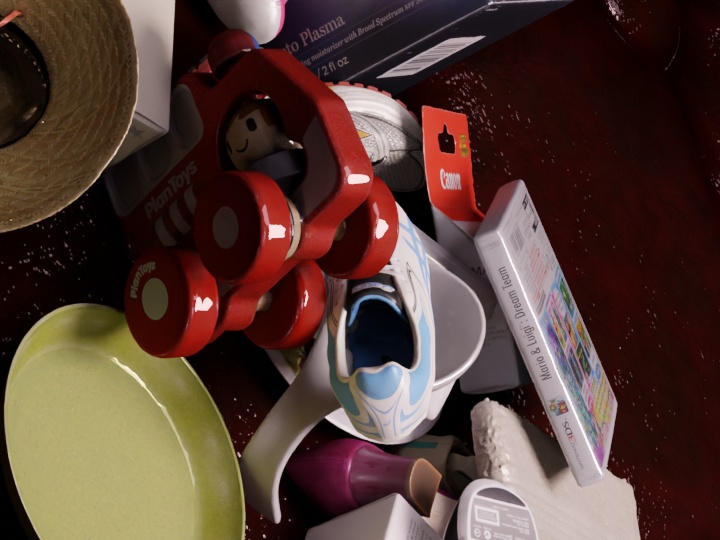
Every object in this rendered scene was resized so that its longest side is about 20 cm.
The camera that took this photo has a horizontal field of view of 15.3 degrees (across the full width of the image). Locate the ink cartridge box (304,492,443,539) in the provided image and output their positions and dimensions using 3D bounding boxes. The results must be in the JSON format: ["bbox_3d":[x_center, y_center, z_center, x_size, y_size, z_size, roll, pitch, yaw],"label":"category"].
[{"bbox_3d":[0.041,0.265,1.691,0.200,0.084,0.145,47,38,-24],"label":"ink cartridge box"}]

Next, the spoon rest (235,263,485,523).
[{"bbox_3d":[-0.003,0.069,1.685,0.200,0.099,0.061,-46,155,-21],"label":"spoon rest"}]

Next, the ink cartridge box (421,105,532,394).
[{"bbox_3d":[0.091,-0.017,1.889,0.160,0.047,0.201,-3,85,-77],"label":"ink cartridge box"}]

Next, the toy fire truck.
[{"bbox_3d":[-0.077,-0.050,1.605,0.112,0.200,0.169,-3,60,-42],"label":"toy fire truck"}]

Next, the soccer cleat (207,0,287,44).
[{"bbox_3d":[-0.119,-0.241,1.817,0.086,0.070,0.201,-16,80,-40],"label":"soccer cleat"}]

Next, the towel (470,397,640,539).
[{"bbox_3d":[0.135,0.177,1.804,0.200,0.034,0.133,34,41,-48],"label":"towel"}]

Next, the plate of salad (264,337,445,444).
[{"bbox_3d":[-0.004,0.022,1.800,0.200,0.048,0.201,30,44,-33],"label":"plate of salad"}]

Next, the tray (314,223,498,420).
[{"bbox_3d":[0.000,0.000,1.750,0.200,0.022,0.108,37,66,-18],"label":"tray"}]

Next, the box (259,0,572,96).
[{"bbox_3d":[0.010,-0.237,1.860,0.123,0.199,0.199,-10,77,-55],"label":"box"}]

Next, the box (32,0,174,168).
[{"bbox_3d":[-0.171,-0.165,1.661,0.078,0.095,0.201,30,46,-39],"label":"box"}]

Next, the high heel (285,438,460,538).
[{"bbox_3d":[0.026,0.171,1.777,0.068,0.096,0.200,-67,147,-30],"label":"high heel"}]

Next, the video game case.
[{"bbox_3d":[0.130,0.039,1.844,0.200,0.024,0.183,-56,123,-76],"label":"video game case"}]

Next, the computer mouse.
[{"bbox_3d":[0.081,0.229,1.655,0.109,0.044,0.201,18,59,-38],"label":"computer mouse"}]

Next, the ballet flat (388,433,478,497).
[{"bbox_3d":[0.099,0.171,1.847,0.200,0.069,0.070,38,42,-35],"label":"ballet flat"}]

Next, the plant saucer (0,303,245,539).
[{"bbox_3d":[-0.146,0.119,1.575,0.200,0.031,0.201,32,45,-39],"label":"plant saucer"}]

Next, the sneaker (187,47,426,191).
[{"bbox_3d":[-0.033,-0.082,1.813,0.199,0.078,0.083,15,52,-37],"label":"sneaker"}]

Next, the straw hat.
[{"bbox_3d":[-0.224,-0.106,1.547,0.085,0.200,0.202,101,-27,-77],"label":"straw hat"}]

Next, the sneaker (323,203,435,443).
[{"bbox_3d":[0.010,0.013,1.659,0.073,0.071,0.201,87,-4,-47],"label":"sneaker"}]
